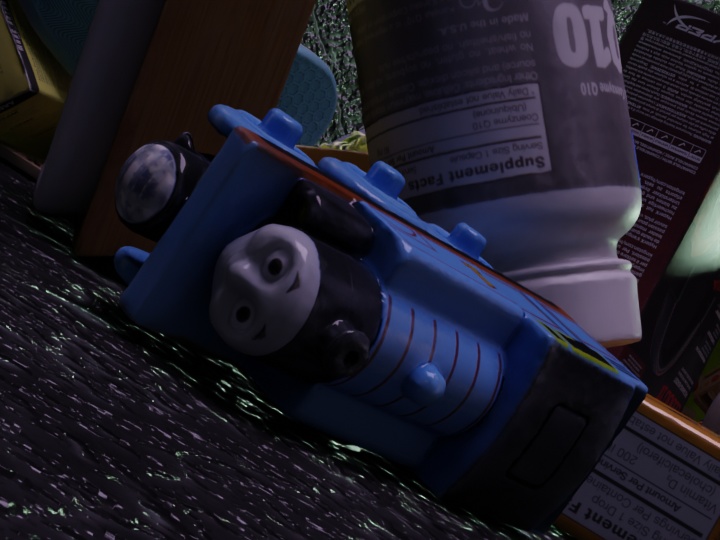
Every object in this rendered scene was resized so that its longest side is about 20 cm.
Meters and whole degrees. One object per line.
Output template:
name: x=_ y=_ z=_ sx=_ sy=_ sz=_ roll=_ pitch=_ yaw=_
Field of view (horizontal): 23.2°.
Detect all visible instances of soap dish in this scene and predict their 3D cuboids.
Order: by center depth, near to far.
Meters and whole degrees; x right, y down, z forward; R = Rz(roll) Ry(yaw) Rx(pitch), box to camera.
soap dish: x=-0.064 y=-0.107 z=0.708 sx=0.081 sy=0.202 sz=0.157 roll=20 pitch=7 yaw=-11

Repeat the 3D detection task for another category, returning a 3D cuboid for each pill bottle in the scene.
pill bottle: x=0.057 y=-0.063 z=0.739 sx=0.113 sy=0.202 sz=0.114 roll=-8 pitch=-4 yaw=-1

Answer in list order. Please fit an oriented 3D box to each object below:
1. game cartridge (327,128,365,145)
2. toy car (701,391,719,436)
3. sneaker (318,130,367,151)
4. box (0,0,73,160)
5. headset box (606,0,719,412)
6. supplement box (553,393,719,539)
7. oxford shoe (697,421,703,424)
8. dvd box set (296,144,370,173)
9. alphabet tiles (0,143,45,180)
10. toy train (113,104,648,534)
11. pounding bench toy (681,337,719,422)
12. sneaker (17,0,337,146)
game cartridge: x=0.042 y=-0.025 z=1.096 sx=0.199 sy=0.041 sz=0.134 roll=14 pitch=-53 yaw=54
toy car: x=0.262 y=0.077 z=0.781 sx=0.200 sy=0.175 sz=0.150 roll=51 pitch=26 yaw=-1
sneaker: x=0.003 y=-0.052 z=1.032 sx=0.077 sy=0.075 sz=0.200 roll=60 pitch=-33 yaw=15
box: x=-0.161 y=-0.098 z=0.896 sx=0.200 sy=0.050 sz=0.076 roll=15 pitch=52 yaw=-77
headset box: x=0.140 y=-0.011 z=0.857 sx=0.075 sy=0.201 sz=0.149 roll=26 pitch=-7 yaw=26
supplement box: x=0.153 y=0.109 z=0.702 sx=0.199 sy=0.069 sz=0.067 roll=33 pitch=2 yaw=11
oxford shoe: x=0.150 y=0.094 z=0.834 sx=0.199 sy=0.074 sz=0.071 roll=28 pitch=4 yaw=-41
dvd box set: x=-0.012 y=-0.037 z=0.881 sx=0.198 sy=0.030 sz=0.146 roll=7 pitch=-5 yaw=9
alphabet tiles: x=-0.078 y=-0.002 z=0.839 sx=0.199 sy=0.008 sz=0.167 roll=31 pitch=3 yaw=19
toy train: x=0.005 y=0.016 z=0.595 sx=0.199 sy=0.087 sz=0.114 roll=29 pitch=9 yaw=-45
pounding bench toy: x=0.185 y=0.033 z=1.002 sx=0.201 sy=0.124 sz=0.156 roll=61 pitch=13 yaw=19
sneaker: x=-0.115 y=-0.131 z=0.897 sx=0.199 sy=0.080 sz=0.130 roll=32 pitch=6 yaw=-42
